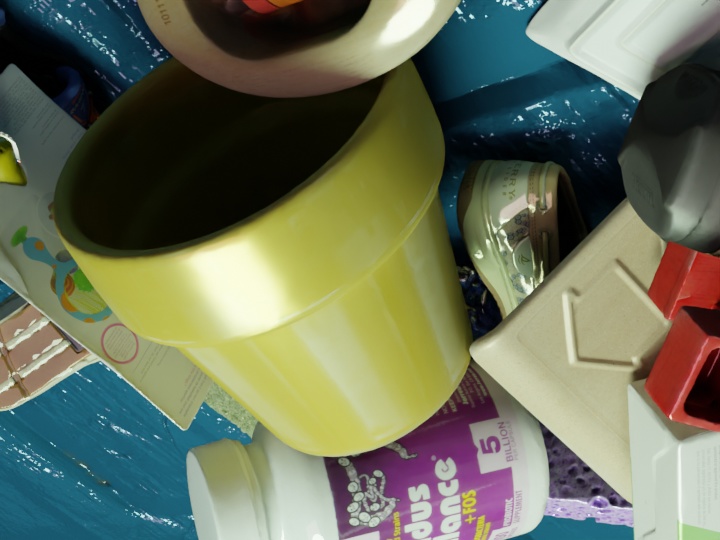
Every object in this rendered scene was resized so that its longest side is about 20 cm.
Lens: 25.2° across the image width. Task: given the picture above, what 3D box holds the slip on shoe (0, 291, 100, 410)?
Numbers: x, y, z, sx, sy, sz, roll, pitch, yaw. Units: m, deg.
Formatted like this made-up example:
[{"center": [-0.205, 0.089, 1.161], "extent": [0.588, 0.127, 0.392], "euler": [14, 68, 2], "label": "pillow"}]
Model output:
[{"center": [-0.159, 0.019, 0.996], "extent": [0.200, 0.061, 0.076], "euler": [-31, 108, 12], "label": "slip on shoe"}]

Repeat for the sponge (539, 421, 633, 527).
[{"center": [0.204, 0.112, 1.025], "extent": [0.199, 0.112, 0.030], "euler": [5, 146, 16], "label": "sponge"}]

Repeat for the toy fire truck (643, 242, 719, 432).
[{"center": [0.219, 0.030, 0.820], "extent": [0.199, 0.141, 0.049], "euler": [8, 117, -23], "label": "toy fire truck"}]

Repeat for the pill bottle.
[{"center": [0.002, 0.125, 0.959], "extent": [0.199, 0.113, 0.112], "euler": [-12, 148, -15], "label": "pill bottle"}]

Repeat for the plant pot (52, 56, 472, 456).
[{"center": [-0.033, -0.008, 0.865], "extent": [0.200, 0.201, 0.189], "euler": [-6, 131, 29], "label": "plant pot"}]

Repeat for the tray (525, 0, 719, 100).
[{"center": [0.172, -0.140, 0.776], "extent": [0.107, 0.022, 0.200], "euler": [26, 144, -14], "label": "tray"}]

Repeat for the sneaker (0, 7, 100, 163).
[{"center": [-0.184, -0.083, 0.960], "extent": [0.078, 0.076, 0.200], "euler": [-23, 130, 38], "label": "sneaker"}]

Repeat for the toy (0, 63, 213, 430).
[{"center": [-0.158, -0.009, 0.913], "extent": [0.200, 0.115, 0.047], "euler": [44, 139, -19], "label": "toy"}]

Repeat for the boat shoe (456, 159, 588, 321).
[{"center": [0.121, 0.014, 0.961], "extent": [0.062, 0.073, 0.200], "euler": [-4, 139, 31], "label": "boat shoe"}]

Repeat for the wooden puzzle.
[{"center": [0.181, 0.023, 0.916], "extent": [0.200, 0.046, 0.185], "euler": [-42, 124, 8], "label": "wooden puzzle"}]

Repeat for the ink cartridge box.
[{"center": [0.258, 0.102, 0.919], "extent": [0.199, 0.067, 0.118], "euler": [-13, 119, -12], "label": "ink cartridge box"}]

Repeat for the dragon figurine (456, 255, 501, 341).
[{"center": [0.000, 0.000, 1.003], "extent": [0.199, 0.059, 0.099], "euler": [26, 143, -8], "label": "dragon figurine"}]

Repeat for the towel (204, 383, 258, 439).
[{"center": [-0.061, 0.079, 1.100], "extent": [0.200, 0.036, 0.149], "euler": [36, 150, 16], "label": "towel"}]

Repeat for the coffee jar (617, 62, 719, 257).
[{"center": [0.231, -0.036, 0.798], "extent": [0.199, 0.104, 0.086], "euler": [16, 106, -13], "label": "coffee jar"}]

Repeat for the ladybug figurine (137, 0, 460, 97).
[{"center": [-0.021, -0.156, 0.771], "extent": [0.199, 0.072, 0.136], "euler": [-8, 110, 35], "label": "ladybug figurine"}]
